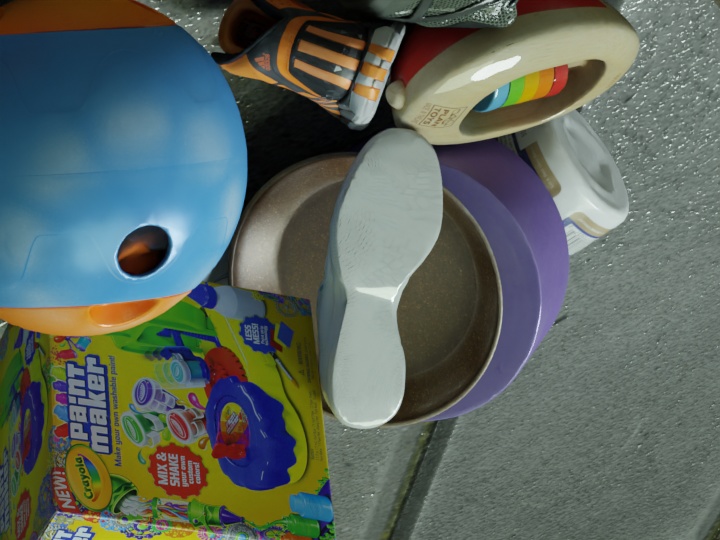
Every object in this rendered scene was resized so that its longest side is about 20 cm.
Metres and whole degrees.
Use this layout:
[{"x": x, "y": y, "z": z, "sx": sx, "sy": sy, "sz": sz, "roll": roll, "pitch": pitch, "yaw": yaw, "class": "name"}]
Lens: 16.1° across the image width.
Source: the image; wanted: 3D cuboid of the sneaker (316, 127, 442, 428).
[{"x": 0.000, "y": 0.000, "z": 1.701, "sx": 0.075, "sy": 0.201, "sz": 0.088, "roll": 9, "pitch": -173, "yaw": -18, "class": "sneaker"}]

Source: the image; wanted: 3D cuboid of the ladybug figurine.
[{"x": 0.097, "y": -0.144, "z": 1.716, "sx": 0.200, "sy": 0.072, "sz": 0.136, "roll": -13, "pitch": 158, "yaw": -36, "class": "ladybug figurine"}]

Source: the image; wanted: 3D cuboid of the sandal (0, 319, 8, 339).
[{"x": -0.194, "y": 0.009, "z": 1.826, "sx": 0.202, "sy": 0.050, "sz": 0.083, "roll": -22, "pitch": 151, "yaw": -34, "class": "sandal"}]

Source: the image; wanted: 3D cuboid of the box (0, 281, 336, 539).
[{"x": -0.133, "y": 0.118, "z": 1.672, "sx": 0.192, "sy": 0.200, "sz": 0.122, "roll": 9, "pitch": 141, "yaw": -22, "class": "box"}]

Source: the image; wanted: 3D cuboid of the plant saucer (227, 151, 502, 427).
[{"x": 0.007, "y": 0.009, "z": 1.758, "sx": 0.200, "sy": 0.201, "sz": 0.037, "roll": -36, "pitch": -175, "yaw": 27, "class": "plant saucer"}]

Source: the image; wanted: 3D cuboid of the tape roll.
[{"x": 0.043, "y": 0.000, "z": 1.808, "sx": 0.200, "sy": 0.200, "sz": 0.085, "roll": -37, "pitch": -176, "yaw": 27, "class": "tape roll"}]

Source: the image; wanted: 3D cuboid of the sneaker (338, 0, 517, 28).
[{"x": 0.087, "y": -0.216, "z": 1.592, "sx": 0.199, "sy": 0.076, "sz": 0.114, "roll": -34, "pitch": 153, "yaw": 29, "class": "sneaker"}]

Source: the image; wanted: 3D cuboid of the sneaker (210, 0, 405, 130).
[{"x": -0.034, "y": -0.146, "z": 1.638, "sx": 0.112, "sy": 0.078, "sz": 0.200, "roll": 21, "pitch": 178, "yaw": 0, "class": "sneaker"}]

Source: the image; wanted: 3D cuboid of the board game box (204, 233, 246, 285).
[{"x": -0.141, "y": 0.045, "z": 1.849, "sx": 0.200, "sy": 0.043, "sz": 0.199, "roll": -45, "pitch": 156, "yaw": 9, "class": "board game box"}]

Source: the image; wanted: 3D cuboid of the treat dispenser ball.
[{"x": -0.165, "y": -0.063, "z": 1.474, "sx": 0.200, "sy": 0.201, "sz": 0.201, "roll": -17, "pitch": 154, "yaw": -9, "class": "treat dispenser ball"}]

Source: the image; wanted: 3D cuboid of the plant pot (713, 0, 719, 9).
[{"x": 0.341, "y": -0.223, "z": 1.653, "sx": 0.199, "sy": 0.177, "sz": 0.200, "roll": -16, "pitch": 153, "yaw": -12, "class": "plant pot"}]

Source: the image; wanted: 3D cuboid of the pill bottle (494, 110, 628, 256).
[{"x": 0.091, "y": -0.035, "z": 1.891, "sx": 0.200, "sy": 0.111, "sz": 0.111, "roll": -33, "pitch": 152, "yaw": 22, "class": "pill bottle"}]
